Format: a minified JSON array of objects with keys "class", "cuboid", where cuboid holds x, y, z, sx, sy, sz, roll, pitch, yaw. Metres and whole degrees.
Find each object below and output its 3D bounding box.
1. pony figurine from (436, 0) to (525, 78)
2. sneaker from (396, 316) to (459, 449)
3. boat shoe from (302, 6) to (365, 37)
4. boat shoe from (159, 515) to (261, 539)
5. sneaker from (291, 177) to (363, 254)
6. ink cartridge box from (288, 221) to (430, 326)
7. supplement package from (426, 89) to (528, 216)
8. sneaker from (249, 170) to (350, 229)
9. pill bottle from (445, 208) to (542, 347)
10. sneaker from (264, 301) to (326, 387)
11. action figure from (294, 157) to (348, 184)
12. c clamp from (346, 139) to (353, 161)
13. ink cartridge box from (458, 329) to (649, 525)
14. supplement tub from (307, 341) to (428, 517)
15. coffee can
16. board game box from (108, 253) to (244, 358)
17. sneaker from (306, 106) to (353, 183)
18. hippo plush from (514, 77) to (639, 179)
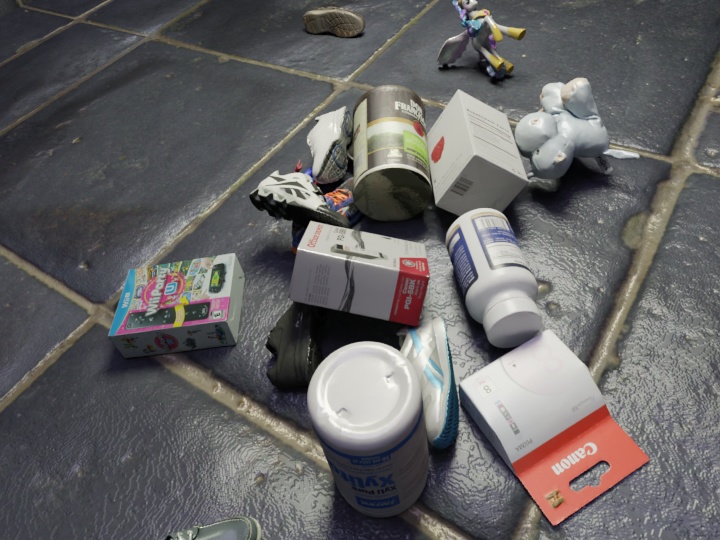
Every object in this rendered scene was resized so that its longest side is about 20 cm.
[{"class":"pony figurine","cuboid":[0.280,-0.544,1.317,0.165,0.194,0.201,-32,69,-14]},{"class":"sneaker","cuboid":[0.092,0.157,0.787,0.079,0.078,0.203,-11,40,10]},{"class":"boat shoe","cuboid":[-0.069,-0.714,1.597,0.196,0.075,0.074,18,53,24]},{"class":"boat shoe","cuboid":[-0.215,0.350,0.676,0.196,0.063,0.073,-22,47,-9]},{"class":"sneaker","cuboid":[-0.055,-0.112,1.048,0.074,0.079,0.201,23,56,28]},{"class":"ink cartridge box","cuboid":[0.000,0.000,0.864,0.195,0.085,0.147,11,21,-2]},{"class":"supplement package","cuboid":[0.202,-0.203,1.021,0.117,0.122,0.203,19,43,-21]},{"class":"sneaker","cuboid":[-0.092,-0.124,0.967,0.197,0.075,0.089,24,65,22]},{"class":"pill bottle","cuboid":[0.204,0.011,0.862,0.108,0.113,0.203,-11,47,1]},{"class":"sneaker","cuboid":[-0.103,0.092,0.883,0.088,0.077,0.203,-12,42,14]},{"class":"action figure","cuboid":[-0.106,-0.185,1.148,0.065,0.052,0.201,28,61,25]},{"class":"c clamp","cuboid":[0.057,-0.256,1.184,0.167,0.027,0.202,20,56,11]},{"class":"ink cartridge box","cuboid":[0.247,0.191,0.736,0.160,0.058,0.201,-26,44,-13]},{"class":"supplement tub","cuboid":[0.015,0.194,0.675,0.128,0.203,0.134,-6,46,6]},{"class":"coffee can","cuboid":[0.056,-0.217,1.052,0.142,0.147,0.204,-5,58,7]},{"class":"board game box","cuboid":[-0.304,0.058,0.956,0.194,0.065,0.150,-9,47,5]},{"class":"sneaker","cuboid":[-0.069,-0.245,1.134,0.085,0.075,0.203,-5,47,20]},{"class":"hippo plush","cuboid":[0.354,-0.226,1.029,0.159,0.159,0.202,-33,91,-17]}]
